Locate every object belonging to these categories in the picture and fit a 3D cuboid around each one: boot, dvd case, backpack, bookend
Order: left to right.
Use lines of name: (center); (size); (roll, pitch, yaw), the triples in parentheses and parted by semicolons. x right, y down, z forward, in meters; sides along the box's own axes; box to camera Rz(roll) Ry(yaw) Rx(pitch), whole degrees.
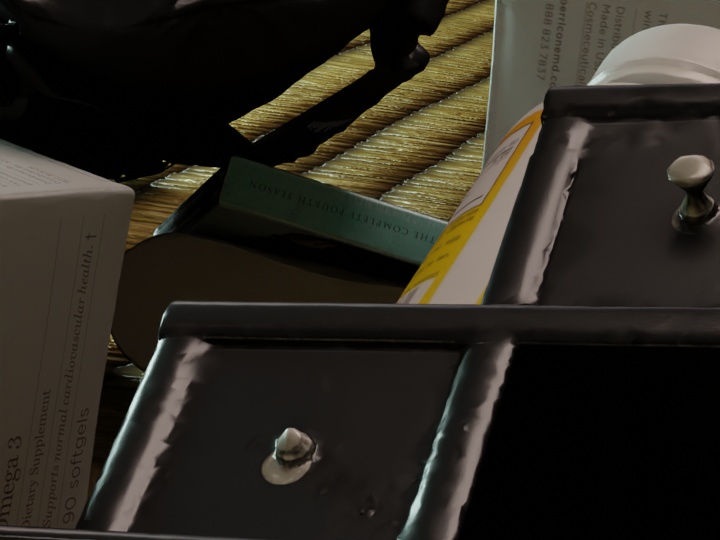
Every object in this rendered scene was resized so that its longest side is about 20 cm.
backpack: (-0.076, -0.100, 0.841); (0.166, 0.127, 0.200); (-4, -9, -18)
dvd case: (0.000, 0.000, 0.929); (0.145, 0.022, 0.200); (17, -8, -11)
boot: (0.008, 0.036, 0.886); (0.199, 0.073, 0.090); (22, -1, 9)
bookend: (0.036, 0.029, 0.598); (0.197, 0.092, 0.201); (1, 44, 22)

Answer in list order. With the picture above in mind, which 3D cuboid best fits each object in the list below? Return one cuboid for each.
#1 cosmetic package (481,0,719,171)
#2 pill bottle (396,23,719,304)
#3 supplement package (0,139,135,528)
cosmetic package: (0.158, -0.060, 1.153); (0.165, 0.169, 0.200); (9, 12, 16)
pill bottle: (0.076, 0.012, 0.766); (0.112, 0.113, 0.200); (16, 46, 19)
supplement package: (-0.179, 0.021, 0.694); (0.117, 0.118, 0.199); (21, 17, 37)
